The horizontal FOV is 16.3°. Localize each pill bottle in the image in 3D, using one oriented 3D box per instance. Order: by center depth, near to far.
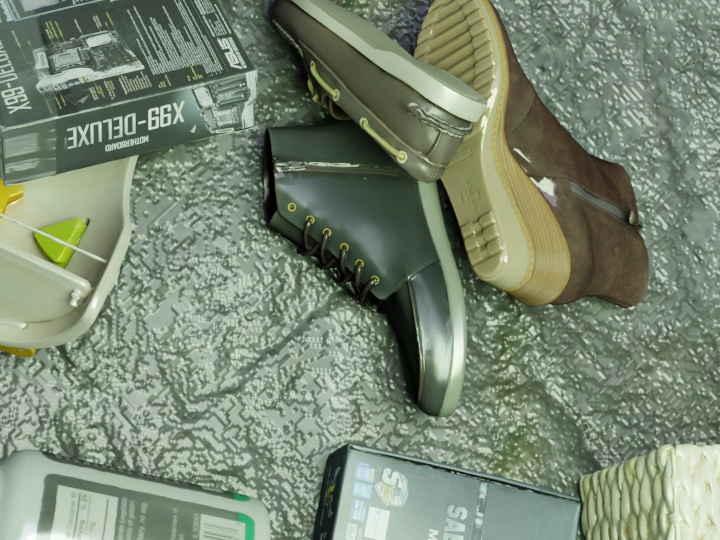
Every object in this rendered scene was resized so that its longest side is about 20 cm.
[{"bbox_3d":[-0.160,0.167,1.440,0.198,0.113,0.114,14,75,-13],"label":"pill bottle"}]

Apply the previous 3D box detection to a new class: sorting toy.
[{"bbox_3d":[-0.216,-0.062,1.492,0.199,0.107,0.181,25,60,1],"label":"sorting toy"}]

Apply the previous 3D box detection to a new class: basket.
[{"bbox_3d":[0.235,0.208,1.515,0.159,0.198,0.202,0,79,-12],"label":"basket"}]

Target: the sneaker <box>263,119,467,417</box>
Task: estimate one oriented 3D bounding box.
[{"bbox_3d":[0.000,0.000,1.557,0.105,0.075,0.202,-7,71,-14],"label":"sneaker"}]

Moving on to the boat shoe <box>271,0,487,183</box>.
[{"bbox_3d":[0.000,-0.118,1.533,0.072,0.200,0.060,16,105,-43],"label":"boat shoe"}]

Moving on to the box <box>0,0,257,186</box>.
[{"bbox_3d":[-0.169,-0.151,1.494,0.157,0.050,0.201,-15,53,-19],"label":"box"}]

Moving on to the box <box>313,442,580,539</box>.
[{"bbox_3d":[0.042,0.221,1.529,0.157,0.051,0.202,15,75,-14],"label":"box"}]

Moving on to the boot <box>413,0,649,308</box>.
[{"bbox_3d":[0.111,-0.074,1.586,0.166,0.072,0.202,6,71,-52],"label":"boot"}]
